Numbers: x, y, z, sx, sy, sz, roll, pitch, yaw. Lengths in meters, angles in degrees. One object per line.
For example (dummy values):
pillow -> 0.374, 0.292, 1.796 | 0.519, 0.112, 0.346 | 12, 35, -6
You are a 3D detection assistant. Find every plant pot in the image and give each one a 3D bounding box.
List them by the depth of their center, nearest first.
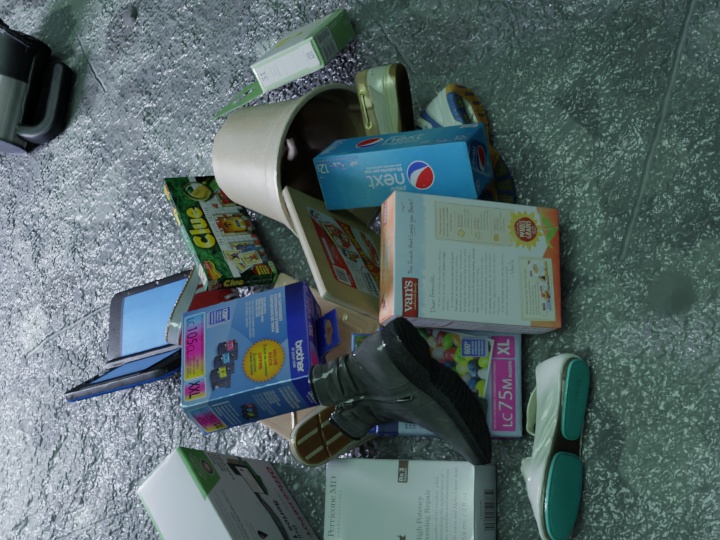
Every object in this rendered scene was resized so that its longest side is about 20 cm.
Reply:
plant pot -> -0.090, -0.141, 1.211 | 0.181, 0.199, 0.205 | 12, 84, 44

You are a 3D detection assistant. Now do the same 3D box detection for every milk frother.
milk frother -> -0.601, -0.312, 1.550 | 0.177, 0.199, 0.192 | 6, 81, 28

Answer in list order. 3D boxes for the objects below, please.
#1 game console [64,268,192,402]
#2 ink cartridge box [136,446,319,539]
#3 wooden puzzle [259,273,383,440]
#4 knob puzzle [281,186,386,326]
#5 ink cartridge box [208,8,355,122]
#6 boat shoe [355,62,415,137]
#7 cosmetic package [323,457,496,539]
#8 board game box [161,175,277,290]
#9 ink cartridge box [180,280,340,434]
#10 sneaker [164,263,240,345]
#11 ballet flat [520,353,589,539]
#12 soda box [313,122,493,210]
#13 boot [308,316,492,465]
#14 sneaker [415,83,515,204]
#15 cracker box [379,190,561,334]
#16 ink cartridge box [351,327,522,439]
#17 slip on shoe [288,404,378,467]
game console -> -0.319, 0.090, 1.328 | 0.197, 0.170, 0.121 | -17, 97, 28
ink cartridge box -> -0.153, 0.301, 1.121 | 0.084, 0.199, 0.147 | -45, 60, 10
wooden puzzle -> -0.068, 0.123, 1.206 | 0.198, 0.046, 0.188 | 24, 91, 38
knob puzzle -> 0.000, 0.000, 1.094 | 0.031, 0.218, 0.221 | -46, 59, 23
ink cartridge box -> -0.115, -0.283, 1.279 | 0.197, 0.146, 0.049 | -17, 113, 26
boat shoe -> 0.032, -0.152, 1.153 | 0.065, 0.074, 0.204 | 2, 109, 21
cosmetic package -> 0.055, 0.270, 1.074 | 0.196, 0.074, 0.104 | -6, 74, 29
board game box -> -0.196, -0.057, 1.281 | 0.202, 0.103, 0.024 | 60, 144, 34
ink cartridge box -> -0.114, 0.101, 1.132 | 0.196, 0.077, 0.139 | -14, 55, 9
sneaker -> -0.181, 0.029, 1.279 | 0.110, 0.072, 0.203 | 16, 56, 3
ballet flat -> 0.207, 0.191, 1.011 | 0.068, 0.069, 0.204 | 2, 75, 31
soda box -> 0.048, -0.118, 1.074 | 0.196, 0.064, 0.069 | -2, 116, 30
boot -> 0.044, 0.150, 1.001 | 0.130, 0.070, 0.201 | -32, 107, 23
sneaker -> 0.125, -0.122, 1.138 | 0.088, 0.074, 0.204 | -34, 61, 41
cracker box -> 0.120, -0.006, 1.022 | 0.058, 0.196, 0.137 | 145, 129, -70
ink cartridge box -> 0.084, 0.127, 1.059 | 0.195, 0.042, 0.122 | 1, 77, 4
slip on shoe -> 0.003, 0.169, 1.105 | 0.198, 0.061, 0.077 | -31, 86, -17
